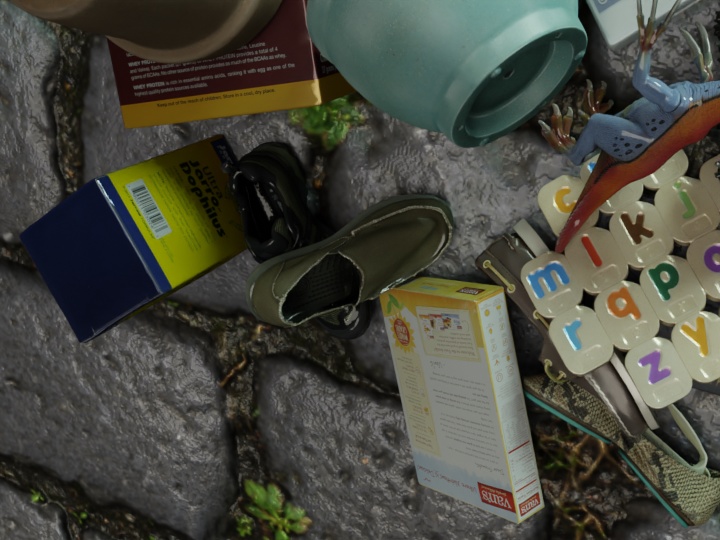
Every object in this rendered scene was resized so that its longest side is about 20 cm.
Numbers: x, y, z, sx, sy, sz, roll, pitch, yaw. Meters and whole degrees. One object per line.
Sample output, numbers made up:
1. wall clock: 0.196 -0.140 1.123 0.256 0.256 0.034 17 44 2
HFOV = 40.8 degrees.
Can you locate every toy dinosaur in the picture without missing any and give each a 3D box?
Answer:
1. toy dinosaur: 0.226 -0.107 0.682 0.180 0.104 0.204 16 120 49

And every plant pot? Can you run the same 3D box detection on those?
1. plant pot: -0.162 -0.239 0.665 0.196 0.174 0.205 7 110 20
2. plant pot: 0.078 -0.176 0.693 0.200 0.199 0.135 -46 67 29

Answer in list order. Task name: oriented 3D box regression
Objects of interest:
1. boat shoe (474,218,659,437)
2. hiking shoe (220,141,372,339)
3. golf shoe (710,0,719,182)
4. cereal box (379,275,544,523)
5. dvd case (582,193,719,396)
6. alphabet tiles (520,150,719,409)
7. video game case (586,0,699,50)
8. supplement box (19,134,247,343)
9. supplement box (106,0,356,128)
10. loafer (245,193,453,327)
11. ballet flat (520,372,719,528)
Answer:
1. boat shoe: 0.168 0.054 0.794 0.059 0.072 0.202 -35 73 8
2. hiking shoe: -0.064 -0.016 0.886 0.075 0.101 0.202 -31 93 30
3. golf shoe: 0.309 -0.147 0.698 0.077 0.093 0.205 9 92 63
4. cereal box: 0.087 0.109 0.859 0.143 0.039 0.204 8 115 55
5. dvd case: 0.283 0.026 0.789 0.196 0.016 0.152 16 113 20
6. alphabet tiles: 0.229 -0.005 0.747 0.198 0.015 0.198 -29 70 8
7. video game case: 0.216 -0.293 0.687 0.180 0.023 0.203 -28 80 29
8. supplement box: -0.185 -0.034 0.878 0.108 0.200 0.111 -28 95 29
9. supplement box: -0.105 -0.240 0.813 0.193 0.133 0.204 -2 106 25
10. loafer: 0.000 0.000 0.831 0.197 0.070 0.076 -27 117 -11
11. ballet flat: 0.231 0.133 0.829 0.199 0.068 0.076 39 96 2
